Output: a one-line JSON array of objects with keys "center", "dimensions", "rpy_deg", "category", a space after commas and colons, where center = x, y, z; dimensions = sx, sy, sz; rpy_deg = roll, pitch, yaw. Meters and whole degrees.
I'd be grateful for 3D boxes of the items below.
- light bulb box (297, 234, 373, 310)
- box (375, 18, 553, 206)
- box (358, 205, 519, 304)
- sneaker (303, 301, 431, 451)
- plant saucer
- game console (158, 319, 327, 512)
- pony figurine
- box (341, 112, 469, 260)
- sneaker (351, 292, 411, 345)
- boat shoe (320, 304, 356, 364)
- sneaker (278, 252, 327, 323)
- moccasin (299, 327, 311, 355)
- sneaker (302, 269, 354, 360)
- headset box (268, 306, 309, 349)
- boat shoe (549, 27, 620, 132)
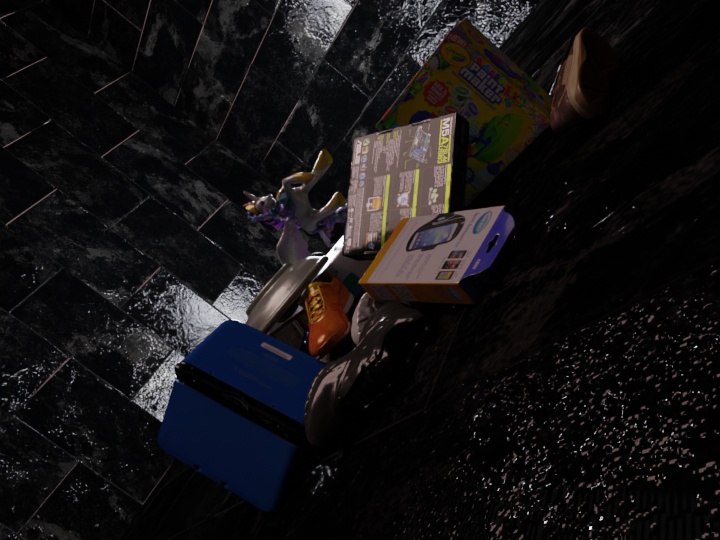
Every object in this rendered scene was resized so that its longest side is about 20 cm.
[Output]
[{"center": [0.000, 0.000, 1.043], "dimensions": [0.198, 0.125, 0.200], "rpy_deg": [-49, 8, 12], "category": "light bulb box"}, {"center": [0.169, -0.252, 0.903], "dimensions": [0.193, 0.200, 0.122], "rpy_deg": [-47, 5, 36], "category": "box"}, {"center": [0.097, -0.017, 0.674], "dimensions": [0.200, 0.041, 0.119], "rpy_deg": [1, 50, 52], "category": "box"}, {"center": [0.007, 0.118, 0.643], "dimensions": [0.200, 0.076, 0.091], "rpy_deg": [-55, 14, -11], "category": "sneaker"}, {"center": [-0.131, 0.042, 0.899], "dimensions": [0.200, 0.050, 0.200], "rpy_deg": [-50, 2, 2], "category": "plant saucer"}, {"center": [-0.150, 0.188, 0.765], "dimensions": [0.171, 0.200, 0.119], "rpy_deg": [-48, -25, -45], "category": "game console"}, {"center": [-0.098, -0.097, 1.016], "dimensions": [0.200, 0.193, 0.167], "rpy_deg": [-23, 25, 32], "category": "pony figurine"}, {"center": [0.064, -0.119, 0.843], "dimensions": [0.193, 0.047, 0.200], "rpy_deg": [-3, 76, 37], "category": "box"}, {"center": [0.029, 0.067, 0.800], "dimensions": [0.099, 0.078, 0.200], "rpy_deg": [-58, -3, 30], "category": "sneaker"}, {"center": [-0.017, 0.110, 0.863], "dimensions": [0.066, 0.072, 0.201], "rpy_deg": [-38, 15, 26], "category": "boat shoe"}, {"center": [-0.119, 0.024, 1.170], "dimensions": [0.200, 0.073, 0.082], "rpy_deg": [-53, -5, -38], "category": "sneaker"}, {"center": [-0.078, 0.142, 0.957], "dimensions": [0.200, 0.080, 0.068], "rpy_deg": [-11, -60, -81], "category": "moccasin"}, {"center": [-0.056, 0.062, 0.805], "dimensions": [0.073, 0.077, 0.200], "rpy_deg": [-40, 16, 12], "category": "sneaker"}, {"center": [-0.110, 0.109, 1.238], "dimensions": [0.200, 0.075, 0.149], "rpy_deg": [-36, 5, -7], "category": "headset box"}, {"center": [0.280, -0.243, 0.725], "dimensions": [0.072, 0.072, 0.200], "rpy_deg": [-41, 19, 49], "category": "boat shoe"}]
